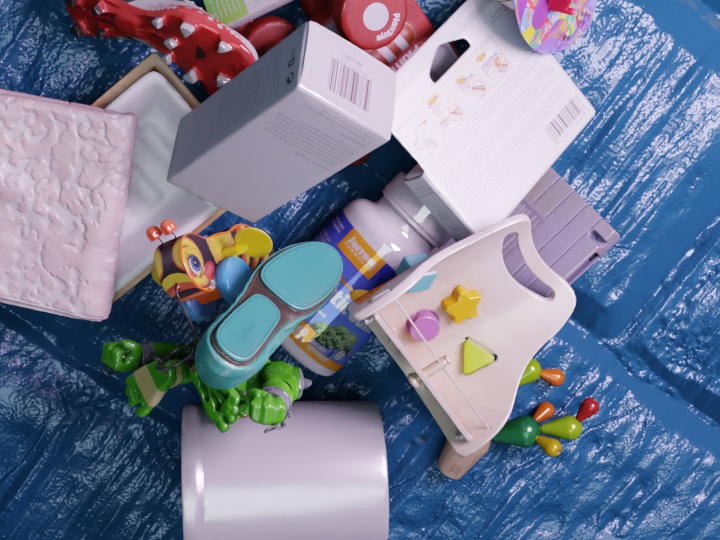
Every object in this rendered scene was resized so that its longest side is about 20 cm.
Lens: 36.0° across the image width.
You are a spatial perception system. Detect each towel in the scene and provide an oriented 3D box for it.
[{"bbox_3d":[-0.312,-0.063,1.019,0.190,0.032,0.201,10,107,-7],"label":"towel"}]

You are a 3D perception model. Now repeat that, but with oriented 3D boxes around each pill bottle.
[{"bbox_3d":[0.000,0.000,1.106,0.112,0.112,0.200,42,99,-14],"label":"pill bottle"}]

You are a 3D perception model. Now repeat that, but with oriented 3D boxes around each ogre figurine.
[{"bbox_3d":[-0.132,0.099,1.041,0.199,0.120,0.098,-8,90,32],"label":"ogre figurine"}]

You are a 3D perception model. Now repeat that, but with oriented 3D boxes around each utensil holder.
[{"bbox_3d":[-0.079,0.217,1.133,0.199,0.170,0.171,-1,106,-6],"label":"utensil holder"}]

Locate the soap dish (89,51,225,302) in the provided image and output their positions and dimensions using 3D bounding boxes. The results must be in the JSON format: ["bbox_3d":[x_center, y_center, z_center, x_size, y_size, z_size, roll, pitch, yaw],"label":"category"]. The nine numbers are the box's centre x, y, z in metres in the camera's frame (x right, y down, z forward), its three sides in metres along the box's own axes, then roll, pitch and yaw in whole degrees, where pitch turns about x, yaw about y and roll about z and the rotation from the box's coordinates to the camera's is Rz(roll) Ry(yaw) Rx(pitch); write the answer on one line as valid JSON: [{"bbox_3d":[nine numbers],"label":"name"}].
[{"bbox_3d":[-0.220,-0.089,1.077,0.200,0.081,0.157,-38,105,7],"label":"soap dish"}]

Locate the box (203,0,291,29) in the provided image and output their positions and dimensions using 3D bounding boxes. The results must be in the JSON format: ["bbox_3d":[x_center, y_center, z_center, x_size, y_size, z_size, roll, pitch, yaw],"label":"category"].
[{"bbox_3d":[-0.072,-0.317,0.988,0.200,0.036,0.145,-17,94,29],"label":"box"}]

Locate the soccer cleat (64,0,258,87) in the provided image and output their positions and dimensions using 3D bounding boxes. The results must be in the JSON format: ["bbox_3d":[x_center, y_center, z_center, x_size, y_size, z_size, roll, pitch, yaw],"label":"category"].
[{"bbox_3d":[-0.175,-0.229,1.014,0.199,0.085,0.069,20,137,15],"label":"soccer cleat"}]

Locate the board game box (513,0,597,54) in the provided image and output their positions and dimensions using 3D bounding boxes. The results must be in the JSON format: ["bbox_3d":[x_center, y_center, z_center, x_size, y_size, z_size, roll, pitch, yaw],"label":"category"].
[{"bbox_3d":[0.212,-0.294,1.022,0.039,0.158,0.201,25,109,33],"label":"board game box"}]

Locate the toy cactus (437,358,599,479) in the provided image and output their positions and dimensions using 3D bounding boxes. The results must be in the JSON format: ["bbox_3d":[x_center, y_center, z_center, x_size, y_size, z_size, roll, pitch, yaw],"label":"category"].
[{"bbox_3d":[0.139,0.158,1.182,0.200,0.102,0.165,21,113,-19],"label":"toy cactus"}]

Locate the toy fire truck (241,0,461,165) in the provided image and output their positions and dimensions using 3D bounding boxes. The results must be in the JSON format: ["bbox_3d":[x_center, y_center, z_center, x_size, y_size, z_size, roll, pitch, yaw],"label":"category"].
[{"bbox_3d":[-0.012,-0.187,1.054,0.200,0.112,0.168,-44,124,-2],"label":"toy fire truck"}]

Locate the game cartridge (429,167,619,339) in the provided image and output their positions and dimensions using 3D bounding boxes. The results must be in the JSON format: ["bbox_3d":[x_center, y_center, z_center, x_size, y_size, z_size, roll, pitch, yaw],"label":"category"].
[{"bbox_3d":[0.145,-0.009,1.119,0.200,0.130,0.038,-44,148,8],"label":"game cartridge"}]

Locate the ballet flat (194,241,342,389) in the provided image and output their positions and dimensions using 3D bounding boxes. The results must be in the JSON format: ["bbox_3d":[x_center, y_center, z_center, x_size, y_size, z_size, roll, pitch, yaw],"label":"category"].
[{"bbox_3d":[-0.087,0.039,0.994,0.067,0.200,0.070,44,130,0],"label":"ballet flat"}]

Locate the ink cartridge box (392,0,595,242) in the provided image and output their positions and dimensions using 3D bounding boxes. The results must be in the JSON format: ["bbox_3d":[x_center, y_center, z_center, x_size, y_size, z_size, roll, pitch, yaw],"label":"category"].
[{"bbox_3d":[0.111,-0.150,1.061,0.174,0.044,0.200,48,66,-13],"label":"ink cartridge box"}]

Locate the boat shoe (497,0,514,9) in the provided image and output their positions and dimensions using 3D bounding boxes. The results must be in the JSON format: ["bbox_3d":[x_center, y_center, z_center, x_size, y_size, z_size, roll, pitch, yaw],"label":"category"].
[{"bbox_3d":[0.171,-0.344,1.048,0.068,0.075,0.201,15,94,-41],"label":"boat shoe"}]

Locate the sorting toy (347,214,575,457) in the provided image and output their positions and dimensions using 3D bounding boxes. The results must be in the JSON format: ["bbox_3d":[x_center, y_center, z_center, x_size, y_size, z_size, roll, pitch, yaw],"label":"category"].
[{"bbox_3d":[0.105,0.038,1.029,0.180,0.107,0.200,-34,121,3],"label":"sorting toy"}]

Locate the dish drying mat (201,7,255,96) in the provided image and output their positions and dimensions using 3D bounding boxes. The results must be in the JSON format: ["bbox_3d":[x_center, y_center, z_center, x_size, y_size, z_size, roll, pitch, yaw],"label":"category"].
[{"bbox_3d":[-0.103,-0.170,1.098,0.077,0.018,0.200,-30,107,3],"label":"dish drying mat"}]

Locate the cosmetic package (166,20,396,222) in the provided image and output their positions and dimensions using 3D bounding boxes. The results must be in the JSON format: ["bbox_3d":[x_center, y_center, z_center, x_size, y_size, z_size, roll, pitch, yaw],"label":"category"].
[{"bbox_3d":[-0.071,-0.121,0.954,0.102,0.074,0.200,27,146,-33],"label":"cosmetic package"}]

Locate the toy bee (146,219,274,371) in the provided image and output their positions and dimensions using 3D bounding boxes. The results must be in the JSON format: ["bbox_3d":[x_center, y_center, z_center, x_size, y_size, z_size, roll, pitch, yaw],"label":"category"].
[{"bbox_3d":[-0.143,-0.007,1.023,0.131,0.200,0.109,-25,104,8],"label":"toy bee"}]
